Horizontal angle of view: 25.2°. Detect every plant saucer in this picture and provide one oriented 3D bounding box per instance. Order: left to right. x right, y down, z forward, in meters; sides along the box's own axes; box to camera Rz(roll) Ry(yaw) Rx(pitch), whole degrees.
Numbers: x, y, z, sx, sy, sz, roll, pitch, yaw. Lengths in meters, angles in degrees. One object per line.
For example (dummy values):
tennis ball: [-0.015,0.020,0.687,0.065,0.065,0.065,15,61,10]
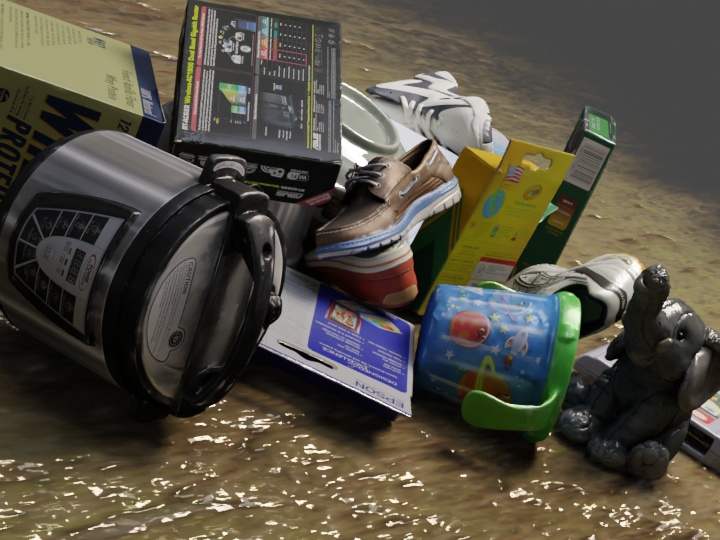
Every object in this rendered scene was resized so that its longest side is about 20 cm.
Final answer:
plant saucer: [-0.016,-0.139,1.589,0.200,0.050,0.200,32,25,-17]

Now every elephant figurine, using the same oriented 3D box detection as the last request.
elephant figurine: [0.280,0.084,1.493,0.141,0.200,0.155,25,20,-2]

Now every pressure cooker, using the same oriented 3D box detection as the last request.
pressure cooker: [-0.150,0.000,1.183,0.200,0.176,0.179,26,58,30]

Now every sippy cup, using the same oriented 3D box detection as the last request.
sippy cup: [0.117,0.073,1.450,0.130,0.140,0.178,15,-5,-1]

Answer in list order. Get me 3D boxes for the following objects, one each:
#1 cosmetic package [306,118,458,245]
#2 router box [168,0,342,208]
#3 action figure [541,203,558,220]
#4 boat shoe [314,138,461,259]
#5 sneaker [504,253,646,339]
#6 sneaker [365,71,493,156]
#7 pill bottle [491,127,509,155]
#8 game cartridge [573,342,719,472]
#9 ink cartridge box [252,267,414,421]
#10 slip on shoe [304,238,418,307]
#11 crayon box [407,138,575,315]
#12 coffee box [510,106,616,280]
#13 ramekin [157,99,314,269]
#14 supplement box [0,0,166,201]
cosmetic package: [-0.004,-0.093,1.689,0.200,0.052,0.151,29,62,11]
router box: [-0.095,-0.154,1.475,0.150,0.062,0.200,9,47,-10]
action figure: [0.107,-0.101,1.783,0.200,0.055,0.118,31,38,32]
boat shoe: [0.016,-0.068,1.493,0.072,0.072,0.200,-8,15,37]
sneaker: [0.185,0.036,1.572,0.088,0.200,0.076,-33,97,-44]
sneaker: [0.061,-0.157,1.749,0.130,0.080,0.199,-12,34,-12]
pill bottle: [0.146,-0.096,1.919,0.109,0.109,0.200,21,20,-14]
game cartridge: [0.327,0.137,1.666,0.200,0.041,0.133,34,17,21]
ink cartridge box: [-0.049,0.059,1.393,0.198,0.047,0.200,26,21,-6]
slip on shoe: [0.000,0.000,1.535,0.074,0.061,0.200,-23,13,-18]
crayon box: [0.123,-0.048,1.621,0.051,0.200,0.127,39,18,33]
coffee box: [0.233,-0.081,1.856,0.044,0.200,0.123,24,21,0]
ramekin: [-0.133,-0.084,1.556,0.200,0.105,0.200,23,20,-9]
supplement box: [-0.299,-0.142,1.454,0.200,0.134,0.200,18,21,-20]
